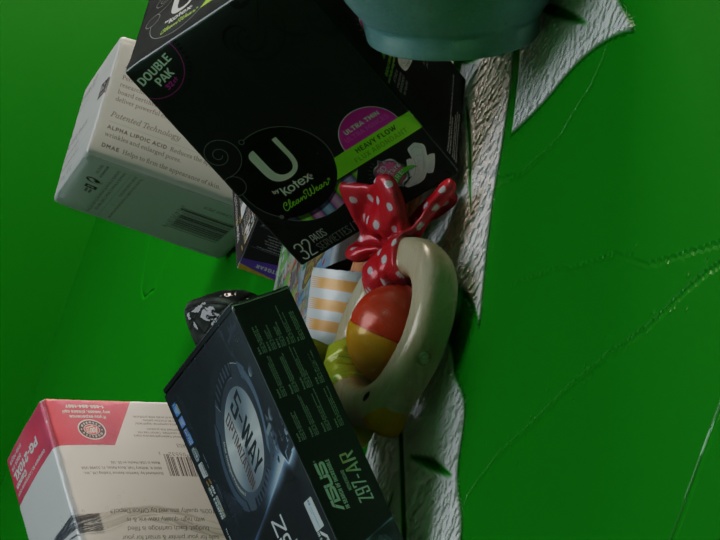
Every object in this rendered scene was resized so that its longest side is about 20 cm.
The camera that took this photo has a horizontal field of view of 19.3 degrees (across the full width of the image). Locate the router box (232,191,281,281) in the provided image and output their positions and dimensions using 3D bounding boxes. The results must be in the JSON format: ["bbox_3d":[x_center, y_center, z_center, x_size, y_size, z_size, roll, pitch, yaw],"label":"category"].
[{"bbox_3d":[-0.067,-0.102,1.965,0.200,0.052,0.158,-100,32,-64],"label":"router box"}]

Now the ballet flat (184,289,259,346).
[{"bbox_3d":[-0.069,0.094,1.504,0.067,0.056,0.201,-52,-45,-42],"label":"ballet flat"}]

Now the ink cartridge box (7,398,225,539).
[{"bbox_3d":[-0.167,0.202,1.594,0.085,0.144,0.201,-55,44,38],"label":"ink cartridge box"}]

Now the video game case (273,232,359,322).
[{"bbox_3d":[-0.037,-0.003,1.696,0.182,0.022,0.201,125,160,-51],"label":"video game case"}]

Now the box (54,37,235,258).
[{"bbox_3d":[-0.192,-0.121,2.177,0.199,0.198,0.132,145,142,-68],"label":"box"}]

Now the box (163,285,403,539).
[{"bbox_3d":[-0.048,0.132,1.340,0.201,0.043,0.160,65,152,12],"label":"box"}]

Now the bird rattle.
[{"bbox_3d":[0.022,0.034,1.408,0.201,0.112,0.163,-57,26,1],"label":"bird rattle"}]

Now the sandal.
[{"bbox_3d":[-0.005,0.000,1.519,0.079,0.059,0.209,-2,68,55],"label":"sandal"}]

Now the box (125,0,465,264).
[{"bbox_3d":[-0.042,-0.137,1.491,0.148,0.200,0.125,-30,28,24],"label":"box"}]

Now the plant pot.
[{"bbox_3d":[0.058,-0.217,1.390,0.201,0.198,0.135,-104,9,-67],"label":"plant pot"}]
